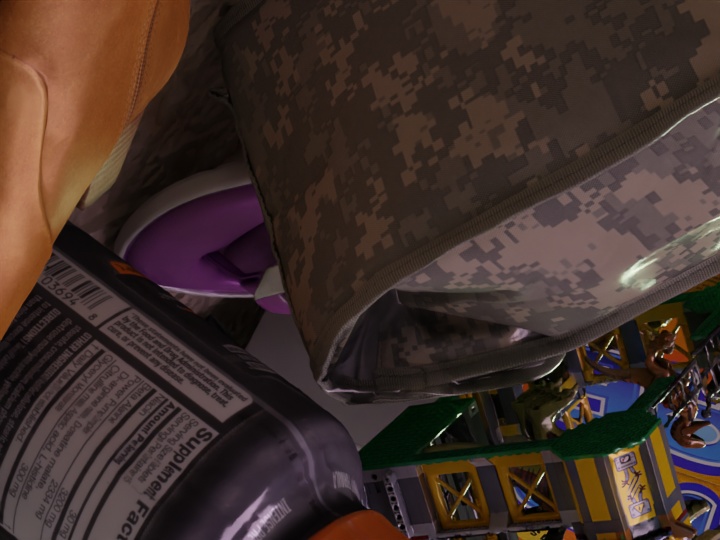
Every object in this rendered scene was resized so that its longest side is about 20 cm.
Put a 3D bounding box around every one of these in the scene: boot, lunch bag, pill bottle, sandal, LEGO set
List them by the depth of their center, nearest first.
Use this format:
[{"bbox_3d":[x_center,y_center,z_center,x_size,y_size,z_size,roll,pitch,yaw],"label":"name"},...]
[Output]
[{"bbox_3d":[-0.114,-0.051,0.686,0.201,0.070,0.145,-51,166,-47],"label":"boot"},{"bbox_3d":[-0.072,0.068,0.758,0.106,0.199,0.107,-40,151,-28],"label":"pill bottle"},{"bbox_3d":[0.050,-0.059,0.798,0.199,0.165,0.118,-28,145,15],"label":"lunch bag"},{"bbox_3d":[0.090,0.090,0.818,0.200,0.153,0.117,-44,118,-62],"label":"LEGO set"},{"bbox_3d":[0.003,-0.005,0.890,0.201,0.050,0.083,1,140,-28],"label":"sandal"}]

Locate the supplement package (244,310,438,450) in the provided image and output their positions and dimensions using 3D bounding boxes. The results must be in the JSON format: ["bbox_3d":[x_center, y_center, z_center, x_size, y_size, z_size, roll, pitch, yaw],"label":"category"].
[{"bbox_3d":[0.004,0.102,1.009,0.201,0.113,0.110,95,16,-46],"label":"supplement package"}]

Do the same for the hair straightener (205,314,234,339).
[{"bbox_3d":[-0.071,0.060,0.941,0.077,0.041,0.201,-48,154,-18],"label":"hair straightener"}]

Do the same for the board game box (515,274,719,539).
[{"bbox_3d":[0.180,0.033,1.113,0.200,0.198,0.201,-62,165,-46],"label":"board game box"}]
